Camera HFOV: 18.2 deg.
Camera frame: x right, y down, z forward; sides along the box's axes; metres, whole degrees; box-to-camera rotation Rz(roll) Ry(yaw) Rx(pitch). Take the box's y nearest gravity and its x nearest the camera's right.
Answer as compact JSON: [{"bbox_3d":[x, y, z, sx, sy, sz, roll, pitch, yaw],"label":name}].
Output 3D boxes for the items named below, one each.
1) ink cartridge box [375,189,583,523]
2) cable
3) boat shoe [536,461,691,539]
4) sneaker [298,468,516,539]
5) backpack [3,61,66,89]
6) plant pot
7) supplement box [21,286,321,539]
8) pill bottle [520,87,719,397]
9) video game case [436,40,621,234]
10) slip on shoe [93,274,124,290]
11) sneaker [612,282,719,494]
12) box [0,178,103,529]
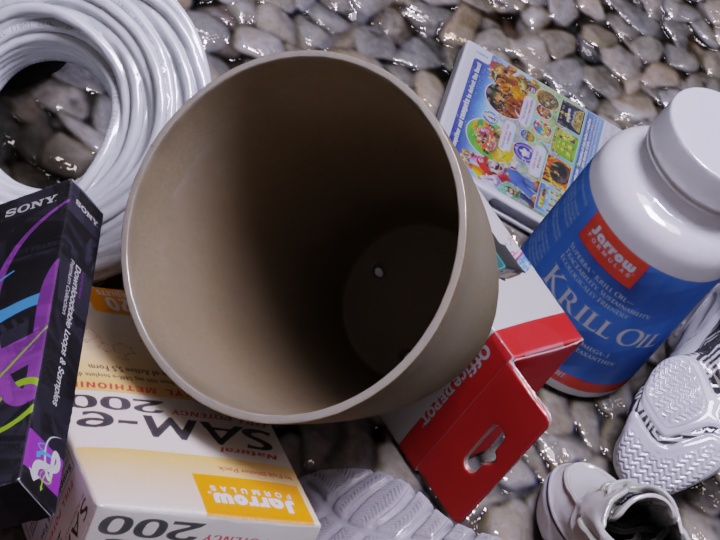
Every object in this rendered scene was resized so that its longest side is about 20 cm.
[{"bbox_3d":[0.052,0.035,1.344,0.067,0.116,0.201,-13,61,-42],"label":"ink cartridge box"},{"bbox_3d":[-0.178,-0.083,1.258,0.199,0.069,0.201,-26,81,-4],"label":"cable"},{"bbox_3d":[0.155,0.154,1.295,0.071,0.066,0.200,7,23,-13],"label":"boat shoe"},{"bbox_3d":[0.031,0.187,1.223,0.199,0.113,0.077,23,43,39],"label":"sneaker"},{"bbox_3d":[-0.178,-0.220,1.357,0.126,0.200,0.168,25,41,-13],"label":"backpack"},{"bbox_3d":[0.000,0.000,1.200,0.188,0.187,0.200,56,11,21],"label":"plant pot"},{"bbox_3d":[-0.115,0.091,1.166,0.125,0.074,0.200,8,30,-29],"label":"supplement box"},{"bbox_3d":[0.175,-0.020,1.416,0.112,0.200,0.113,19,43,-19],"label":"pill bottle"},{"bbox_3d":[0.143,-0.069,1.579,0.199,0.018,0.144,30,42,-9],"label":"video game case"},{"bbox_3d":[-0.111,-0.035,1.342,0.076,0.061,0.200,44,59,-2],"label":"slip on shoe"},{"bbox_3d":[0.228,0.072,1.469,0.075,0.115,0.200,38,75,3],"label":"sneaker"},{"bbox_3d":[-0.208,0.052,1.133,0.036,0.142,0.201,55,27,-39],"label":"box"}]
